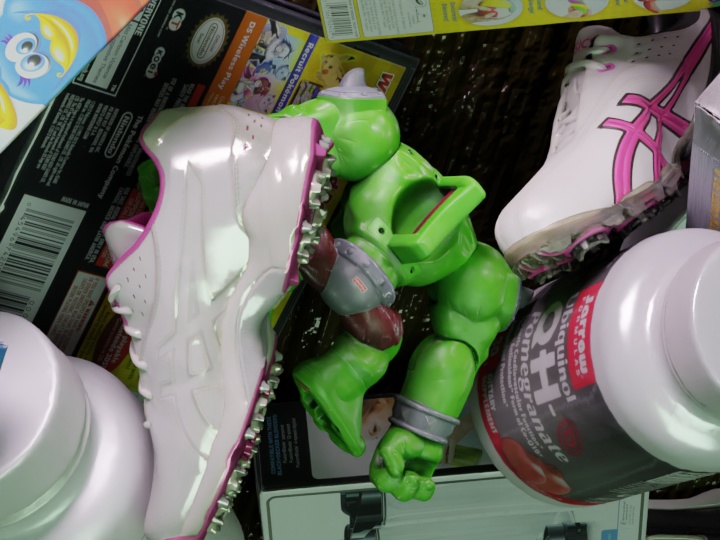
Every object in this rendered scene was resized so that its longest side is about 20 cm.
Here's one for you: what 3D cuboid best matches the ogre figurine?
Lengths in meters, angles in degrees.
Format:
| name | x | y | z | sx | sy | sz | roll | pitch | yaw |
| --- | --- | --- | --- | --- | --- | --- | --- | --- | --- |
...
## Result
| name | x | y | z | sx | sy | sz | roll | pitch | yaw |
| --- | --- | --- | --- | --- | --- | --- | --- | --- | --- |
| ogre figurine | 0.000 | 0.000 | 1.258 | 0.120 | 0.200 | 0.098 | -42 | 179 | -11 |

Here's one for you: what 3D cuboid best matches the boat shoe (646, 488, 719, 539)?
| name | x | y | z | sx | sy | sz | roll | pitch | yaw |
| --- | --- | --- | --- | --- | --- | --- | --- | --- | --- |
| boat shoe | 0.165 | 0.173 | 1.558 | 0.199 | 0.060 | 0.074 | -6 | 130 | -21 |

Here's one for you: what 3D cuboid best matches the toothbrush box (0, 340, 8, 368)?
| name | x | y | z | sx | sy | sz | roll | pitch | yaw |
| --- | --- | --- | --- | --- | --- | --- | --- | --- | --- |
| toothbrush box | -0.247 | 0.095 | 1.140 | 0.085 | 0.146 | 0.201 | 10 | 101 | -48 |

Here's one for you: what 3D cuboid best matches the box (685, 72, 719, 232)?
| name | x | y | z | sx | sy | sz | roll | pitch | yaw |
| --- | --- | --- | --- | --- | --- | --- | --- | --- | --- |
| box | 0.229 | -0.092 | 1.273 | 0.200 | 0.048 | 0.159 | -48 | 158 | -17 |

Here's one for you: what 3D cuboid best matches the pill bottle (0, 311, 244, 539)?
| name | x | y | z | sx | sy | sz | roll | pitch | yaw |
| --- | --- | --- | --- | --- | --- | --- | --- | --- | --- |
| pill bottle | -0.137 | 0.103 | 1.244 | 0.114 | 0.115 | 0.200 | -32 | 145 | 1 |

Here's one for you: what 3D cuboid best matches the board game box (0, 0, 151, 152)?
| name | x | y | z | sx | sy | sz | roll | pitch | yaw |
| --- | --- | --- | --- | --- | --- | --- | --- | --- | --- |
| board game box | -0.169 | -0.109 | 1.124 | 0.105 | 0.103 | 0.200 | 42 | 103 | -18 |

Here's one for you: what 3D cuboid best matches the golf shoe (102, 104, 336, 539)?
| name | x | y | z | sx | sy | sz | roll | pitch | yaw |
| --- | --- | --- | --- | --- | --- | --- | --- | --- | --- |
| golf shoe | -0.074 | 0.023 | 1.184 | 0.091 | 0.075 | 0.201 | 15 | 95 | 1 |

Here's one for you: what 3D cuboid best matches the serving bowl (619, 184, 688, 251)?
| name | x | y | z | sx | sy | sz | roll | pitch | yaw |
| --- | --- | --- | --- | --- | --- | --- | --- | --- | --- |
| serving bowl | 0.214 | -0.006 | 1.435 | 0.199 | 0.066 | 0.201 | -14 | 131 | -16 |

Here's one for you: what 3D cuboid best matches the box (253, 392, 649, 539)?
| name | x | y | z | sx | sy | sz | roll | pitch | yaw |
| --- | --- | --- | --- | --- | --- | --- | --- | --- | --- |
| box | 0.046 | 0.119 | 1.416 | 0.199 | 0.060 | 0.117 | -4 | 137 | -3 |

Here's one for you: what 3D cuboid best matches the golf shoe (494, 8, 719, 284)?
| name | x | y | z | sx | sy | sz | roll | pitch | yaw |
| --- | --- | --- | --- | --- | --- | --- | --- | --- | --- |
| golf shoe | 0.116 | -0.064 | 1.286 | 0.200 | 0.092 | 0.073 | -38 | -179 | -43 |

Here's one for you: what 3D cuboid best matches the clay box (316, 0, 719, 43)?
| name | x | y | z | sx | sy | sz | roll | pitch | yaw |
| --- | --- | --- | --- | --- | --- | --- | --- | --- | --- |
| clay box | 0.075 | -0.157 | 1.197 | 0.199 | 0.048 | 0.115 | -5 | 150 | 4 |

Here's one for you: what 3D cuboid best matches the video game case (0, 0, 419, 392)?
| name | x | y | z | sx | sy | sz | roll | pitch | yaw |
| --- | --- | --- | --- | --- | --- | --- | --- | --- | --- |
| video game case | -0.087 | -0.038 | 1.264 | 0.180 | 0.025 | 0.200 | 16 | 108 | -39 |

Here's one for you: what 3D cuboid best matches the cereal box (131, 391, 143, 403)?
| name | x | y | z | sx | sy | sz | roll | pitch | yaw |
| --- | --- | --- | --- | --- | --- | --- | --- | --- | --- |
| cereal box | -0.172 | 0.078 | 1.334 | 0.144 | 0.040 | 0.200 | -37 | 133 | 0 |

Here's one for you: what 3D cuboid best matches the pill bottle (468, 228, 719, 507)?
| name | x | y | z | sx | sy | sz | roll | pitch | yaw |
| --- | --- | --- | --- | --- | --- | --- | --- | --- | --- |
| pill bottle | 0.138 | 0.043 | 1.260 | 0.110 | 0.111 | 0.200 | -2 | 168 | -24 |
